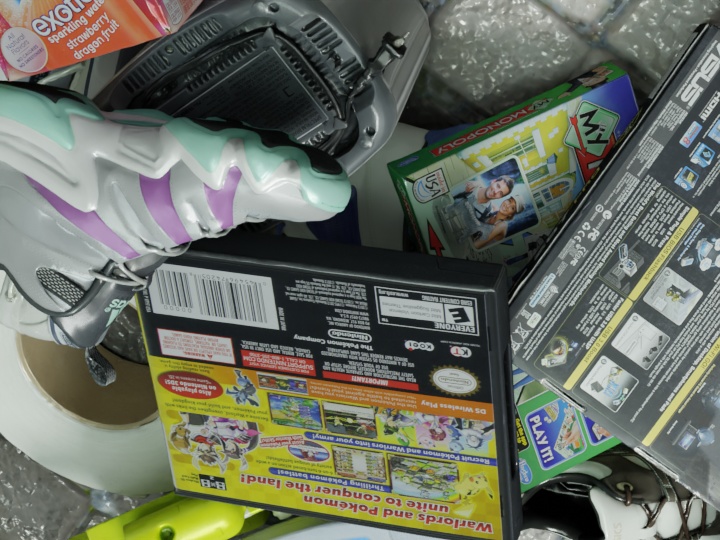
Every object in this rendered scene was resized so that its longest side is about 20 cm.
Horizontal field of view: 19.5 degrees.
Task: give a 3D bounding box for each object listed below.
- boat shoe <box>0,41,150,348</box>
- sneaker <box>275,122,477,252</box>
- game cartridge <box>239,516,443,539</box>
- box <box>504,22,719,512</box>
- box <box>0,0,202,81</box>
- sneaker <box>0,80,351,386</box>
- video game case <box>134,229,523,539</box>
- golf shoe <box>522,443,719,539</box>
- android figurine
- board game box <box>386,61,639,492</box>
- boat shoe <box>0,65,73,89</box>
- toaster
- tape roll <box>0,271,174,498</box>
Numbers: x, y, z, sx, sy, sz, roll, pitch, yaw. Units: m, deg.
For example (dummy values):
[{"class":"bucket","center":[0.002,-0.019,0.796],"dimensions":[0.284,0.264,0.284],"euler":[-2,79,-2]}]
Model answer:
[{"class":"boat shoe","center":[-0.168,-0.062,1.165],"dimensions":[0.086,0.075,0.203],"euler":[9,86,15]},{"class":"sneaker","center":[0.000,-0.001,1.173],"dimensions":[0.115,0.080,0.200],"euler":[20,104,21]},{"class":"game cartridge","center":[-0.017,0.210,1.229],"dimensions":[0.199,0.040,0.134],"euler":[-19,94,14]},{"class":"box","center":[0.182,-0.001,1.071],"dimensions":[0.161,0.049,0.200],"euler":[35,96,0]},{"class":"box","center":[-0.115,-0.187,1.033],"dimensions":[0.099,0.200,0.096],"euler":[-12,117,27]},{"class":"sneaker","center":[-0.105,-0.009,1.025],"dimensions":[0.199,0.078,0.141],"euler":[13,98,21]},{"class":"video game case","center":[-0.017,0.061,1.098],"dimensions":[0.199,0.026,0.181],"euler":[7,130,17]},{"class":"golf shoe","center":[0.171,0.134,1.188],"dimensions":[0.199,0.095,0.078],"euler":[4,121,18]},{"class":"android figurine","center":[-0.092,0.146,1.260],"dimensions":[0.199,0.182,0.041],"euler":[-22,85,-1]},{"class":"board game box","center":[0.107,0.006,1.125],"dimensions":[0.134,0.029,0.201],"euler":[-25,115,-9]},{"class":"boat shoe","center":[-0.213,-0.114,1.210],"dimensions":[0.070,0.071,0.200],"euler":[52,133,26]},{"class":"toaster","center":[-0.045,-0.103,1.097],"dimensions":[0.200,0.129,0.114],"euler":[-32,106,30]},{"class":"tape roll","center":[-0.148,0.036,1.268],"dimensions":[0.201,0.071,0.203],"euler":[10,123,15]}]
